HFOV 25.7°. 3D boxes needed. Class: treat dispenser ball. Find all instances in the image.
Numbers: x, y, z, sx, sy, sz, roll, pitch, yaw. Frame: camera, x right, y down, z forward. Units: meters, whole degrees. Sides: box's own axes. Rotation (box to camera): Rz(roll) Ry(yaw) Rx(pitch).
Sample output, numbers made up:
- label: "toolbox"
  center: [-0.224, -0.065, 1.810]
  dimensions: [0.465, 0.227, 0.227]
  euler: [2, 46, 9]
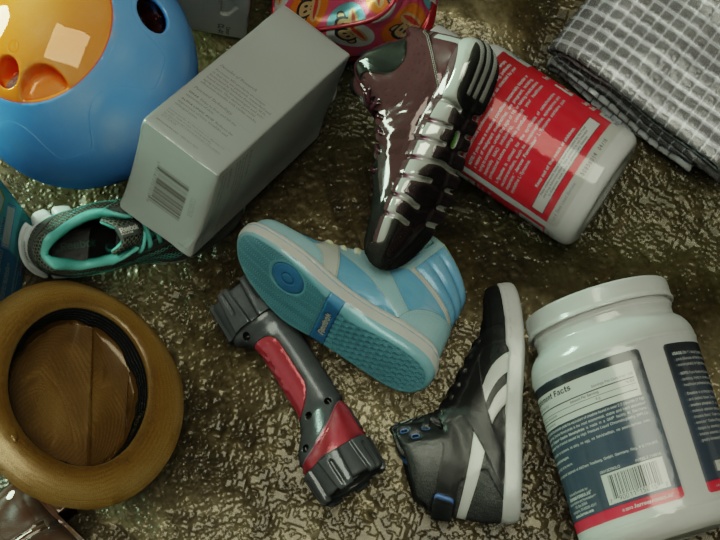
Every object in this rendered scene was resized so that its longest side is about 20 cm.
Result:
- label: "treat dispenser ball"
  center: [-0.237, -0.170, 1.326]
  dimensions: [0.198, 0.201, 0.204]
  euler: [0, 75, 1]

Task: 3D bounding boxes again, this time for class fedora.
- label: "fedora"
  center: [-0.243, 0.110, 1.298]
  dimensions: [0.199, 0.082, 0.203]
  euler: [16, 55, -24]

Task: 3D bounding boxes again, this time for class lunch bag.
- label: "lunch bag"
  center: [-0.011, -0.286, 1.392]
  dimensions: [0.175, 0.082, 0.203]
  euler: [-3, 72, 37]

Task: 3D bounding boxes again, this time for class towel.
- label: "towel"
  center: [0.287, -0.193, 1.379]
  dimensions: [0.199, 0.086, 0.166]
  euler: [36, 80, 10]

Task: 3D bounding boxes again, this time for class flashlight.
- label: "flashlight"
  center: [-0.057, 0.100, 1.325]
  dimensions: [0.067, 0.068, 0.201]
  euler: [-16, 65, -49]

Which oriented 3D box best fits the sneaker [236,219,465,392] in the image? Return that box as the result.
- label: "sneaker"
  center: [0.000, 0.000, 1.324]
  dimensions: [0.199, 0.080, 0.131]
  euler: [38, 53, -2]

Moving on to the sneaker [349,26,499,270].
- label: "sneaker"
  center: [0.027, -0.108, 1.295]
  dimensions: [0.115, 0.076, 0.202]
  euler: [25, 89, 30]

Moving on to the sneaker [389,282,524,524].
- label: "sneaker"
  center: [0.079, 0.108, 1.311]
  dimensions: [0.110, 0.073, 0.203]
  euler: [1, 77, 0]

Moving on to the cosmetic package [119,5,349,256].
- label: "cosmetic package"
  center: [-0.102, -0.119, 1.315]
  dimensions: [0.081, 0.113, 0.200]
  euler: [35, 48, 7]

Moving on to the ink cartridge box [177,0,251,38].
- label: "ink cartridge box"
  center: [-0.122, -0.329, 1.390]
  dimensions: [0.084, 0.148, 0.203]
  euler: [10, 74, -3]

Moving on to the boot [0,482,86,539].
- label: "boot"
  center: [-0.295, 0.283, 1.279]
  dimensions: [0.199, 0.064, 0.187]
  euler: [-36, 64, -11]

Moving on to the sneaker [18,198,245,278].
- label: "sneaker"
  center: [-0.190, -0.032, 1.334]
  dimensions: [0.198, 0.091, 0.079]
  euler: [-17, 99, -10]

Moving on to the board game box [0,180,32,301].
- label: "board game box"
  center: [-0.324, 0.000, 1.284]
  dimensions: [0.046, 0.200, 0.153]
  euler: [7, 75, 4]

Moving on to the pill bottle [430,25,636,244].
- label: "pill bottle"
  center: [0.127, -0.121, 1.350]
  dimensions: [0.199, 0.112, 0.113]
  euler: [35, 79, 9]

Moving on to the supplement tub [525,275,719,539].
- label: "supplement tub"
  center: [0.219, 0.120, 1.270]
  dimensions: [0.139, 0.140, 0.202]
  euler: [-14, 75, -2]
